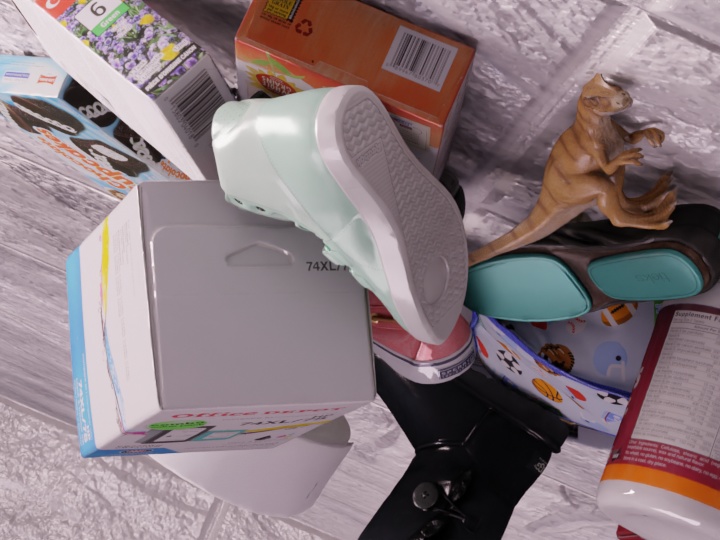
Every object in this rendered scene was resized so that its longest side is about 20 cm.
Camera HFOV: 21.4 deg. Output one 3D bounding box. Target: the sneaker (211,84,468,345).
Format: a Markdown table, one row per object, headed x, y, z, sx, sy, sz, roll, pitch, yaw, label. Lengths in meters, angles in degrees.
| x | y | z | sx | sy | sz | roll | pitch | yaw | label |
| --- | --- | --- | --- | --- | --- | --- | --- | --- | --- |
| -0.014 | -0.035 | 1.152 | 0.118 | 0.074 | 0.201 | 4 | 140 | 35 | sneaker |

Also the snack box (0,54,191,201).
| x | y | z | sx | sy | sz | roll | pitch | yaw | label |
| --- | --- | --- | --- | --- | --- | --- | --- | --- | --- |
| -0.204 | -0.105 | 1.507 | 0.116 | 0.037 | 0.200 | 9 | 160 | 41 | snack box |

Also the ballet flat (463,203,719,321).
| x | y | z | sx | sy | sz | roll | pitch | yaw | label |
| --- | --- | --- | --- | --- | --- | --- | --- | --- | --- |
| 0.152 | -0.008 | 1.222 | 0.200 | 0.068 | 0.068 | -5 | 130 | 41 | ballet flat |

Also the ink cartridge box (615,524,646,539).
| x | y | z | sx | sy | sz | roll | pitch | yaw | label |
| --- | --- | --- | --- | --- | --- | --- | --- | --- | --- |
| 0.292 | 0.151 | 1.480 | 0.083 | 0.146 | 0.200 | 24 | 165 | -11 | ink cartridge box |

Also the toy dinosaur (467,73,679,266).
| x | y | z | sx | sy | sz | roll | pitch | yaw | label |
| --- | --- | --- | --- | --- | --- | --- | --- | --- | --- |
| 0.133 | -0.052 | 1.154 | 0.106 | 0.061 | 0.200 | 22 | 139 | -5 | toy dinosaur |

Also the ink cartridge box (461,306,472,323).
| x | y | z | sx | sy | sz | roll | pitch | yaw | label |
| --- | --- | --- | --- | --- | --- | --- | --- | --- | --- |
| -0.021 | -0.003 | 1.511 | 0.200 | 0.085 | 0.146 | 34 | 162 | -35 | ink cartridge box |

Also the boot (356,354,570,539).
| x | y | z | sx | sy | sz | roll | pitch | yaw | label |
| --- | --- | --- | --- | --- | --- | --- | --- | --- | --- |
| 0.037 | 0.145 | 1.411 | 0.200 | 0.168 | 0.076 | 28 | 168 | 33 | boot |

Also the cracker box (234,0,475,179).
| x | y | z | sx | sy | sz | roll | pitch | yaw | label |
| --- | --- | --- | --- | --- | --- | --- | --- | --- | --- |
| -0.007 | -0.105 | 1.193 | 0.134 | 0.058 | 0.200 | 23 | 164 | 4 | cracker box |

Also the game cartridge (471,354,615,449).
| x | y | z | sx | sy | sz | roll | pitch | yaw | label |
| --- | --- | --- | --- | --- | --- | --- | --- | --- | --- |
| 0.159 | 0.089 | 1.524 | 0.200 | 0.133 | 0.041 | 13 | 118 | 39 | game cartridge |

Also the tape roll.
| x | y | z | sx | sy | sz | roll | pitch | yaw | label |
| --- | --- | --- | --- | --- | --- | --- | --- | --- | --- |
| -0.107 | 0.101 | 1.448 | 0.202 | 0.071 | 0.202 | 33 | -170 | -6 | tape roll |

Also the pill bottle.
| x | y | z | sx | sy | sz | roll | pitch | yaw | label |
| --- | --- | --- | --- | --- | --- | --- | --- | --- | --- |
| 0.229 | 0.073 | 1.196 | 0.109 | 0.201 | 0.110 | 20 | 165 | 6 | pill bottle |

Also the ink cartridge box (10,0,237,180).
| x | y | z | sx | sy | sz | roll | pitch | yaw | label |
| --- | --- | --- | --- | --- | --- | --- | --- | --- | --- |
| -0.155 | -0.141 | 1.231 | 0.200 | 0.050 | 0.109 | 40 | 168 | 34 | ink cartridge box |

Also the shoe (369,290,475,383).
| x | y | z | sx | sy | sz | roll | pitch | yaw | label |
| --- | --- | --- | --- | --- | --- | --- | --- | --- | --- |
| 0.000 | 0.000 | 1.297 | 0.200 | 0.071 | 0.091 | 28 | 140 | 48 | shoe |

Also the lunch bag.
| x | y | z | sx | sy | sz | roll | pitch | yaw | label |
| --- | --- | --- | --- | --- | --- | --- | --- | --- | --- |
| 0.177 | 0.050 | 1.348 | 0.199 | 0.124 | 0.170 | 13 | 166 | 8 | lunch bag |

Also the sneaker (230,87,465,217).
| x | y | z | sx | sy | sz | roll | pitch | yaw | label |
| --- | --- | --- | --- | --- | --- | --- | --- | --- | --- |
| -0.028 | -0.065 | 1.340 | 0.200 | 0.075 | 0.087 | 26 | 169 | -11 | sneaker |

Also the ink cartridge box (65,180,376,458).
| x | y | z | sx | sy | sz | roll | pitch | yaw | label |
| --- | --- | --- | --- | --- | --- | --- | --- | --- | --- |
| -0.097 | 0.035 | 1.247 | 0.146 | 0.147 | 0.200 | -1 | 167 | -22 | ink cartridge box |
